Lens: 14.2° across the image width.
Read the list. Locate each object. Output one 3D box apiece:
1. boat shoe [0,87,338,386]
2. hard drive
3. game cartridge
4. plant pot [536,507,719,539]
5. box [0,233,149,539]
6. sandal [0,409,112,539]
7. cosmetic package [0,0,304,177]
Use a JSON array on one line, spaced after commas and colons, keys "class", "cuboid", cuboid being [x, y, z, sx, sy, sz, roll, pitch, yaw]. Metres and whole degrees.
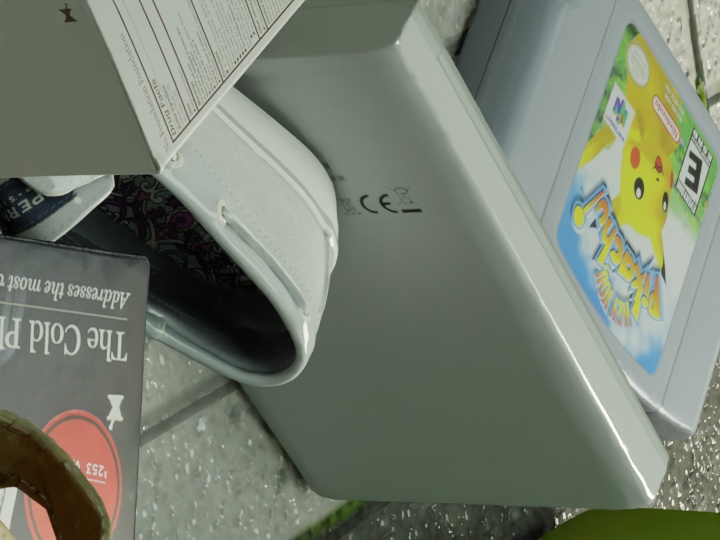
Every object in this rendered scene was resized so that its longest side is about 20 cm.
[{"class": "boat shoe", "cuboid": [-0.084, -0.033, 0.782, 0.200, 0.072, 0.069, 42, 32, -36]}, {"class": "hard drive", "cuboid": [0.000, 0.000, 0.887, 0.200, 0.131, 0.026, 58, 44, -38]}, {"class": "game cartridge", "cuboid": [0.095, -0.026, 1.121, 0.200, 0.040, 0.134, 51, 53, -43]}, {"class": "plant pot", "cuboid": [0.116, 0.203, 1.011, 0.181, 0.199, 0.201, -14, 101, -50]}, {"class": "box", "cuboid": [-0.151, 0.078, 0.683, 0.200, 0.104, 0.184, 8, 84, -56]}, {"class": "sandal", "cuboid": [-0.089, 0.060, 0.621, 0.078, 0.069, 0.212, -59, 135, -38]}, {"class": "cosmetic package", "cuboid": [-0.113, -0.059, 0.656, 0.083, 0.199, 0.051, -51, 131, -44]}]
